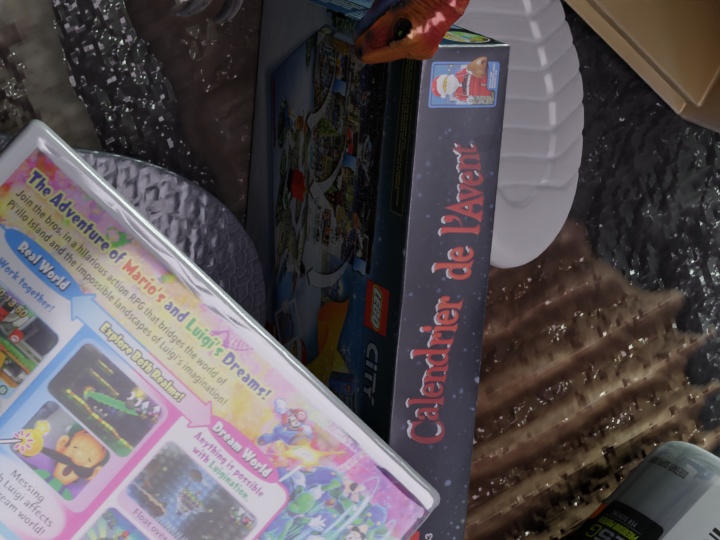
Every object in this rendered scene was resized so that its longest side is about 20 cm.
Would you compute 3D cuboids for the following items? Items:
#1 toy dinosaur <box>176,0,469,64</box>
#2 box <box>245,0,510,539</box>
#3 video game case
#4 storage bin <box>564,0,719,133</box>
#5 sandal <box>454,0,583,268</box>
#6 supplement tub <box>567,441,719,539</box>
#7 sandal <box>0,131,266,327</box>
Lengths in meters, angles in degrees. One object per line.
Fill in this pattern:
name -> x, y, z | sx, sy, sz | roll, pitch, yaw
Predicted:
toy dinosaur -> -0.042, -0.147, 0.990 | 0.105, 0.181, 0.200 | -55, 143, -9
box -> 0.000, 0.000, 1.082 | 0.038, 0.137, 0.201 | -2, 106, -27
video game case -> -0.102, 0.081, 0.997 | 0.200, 0.024, 0.182 | 43, 83, -8
storage bin -> 0.176, -0.110, 1.079 | 0.198, 0.200, 0.094 | 36, 83, -49
sandal -> 0.039, -0.102, 1.129 | 0.082, 0.050, 0.203 | -20, 101, -38
supplement tub -> 0.108, 0.180, 1.200 | 0.200, 0.122, 0.123 | -46, 120, -10
sandal -> -0.123, -0.018, 1.072 | 0.200, 0.043, 0.076 | 25, 85, -22
